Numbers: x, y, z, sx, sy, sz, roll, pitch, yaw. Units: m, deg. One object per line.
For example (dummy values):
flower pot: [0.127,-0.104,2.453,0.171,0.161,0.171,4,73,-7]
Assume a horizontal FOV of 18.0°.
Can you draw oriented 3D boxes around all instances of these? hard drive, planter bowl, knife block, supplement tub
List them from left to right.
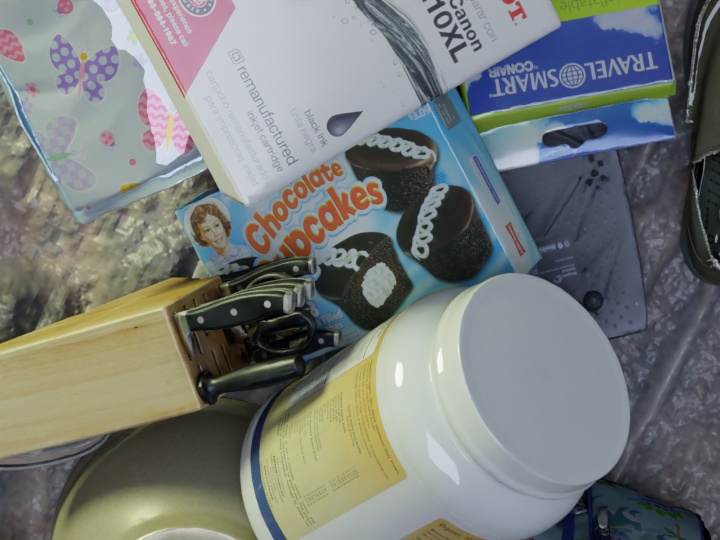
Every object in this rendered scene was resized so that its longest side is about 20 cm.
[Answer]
knife block: [-0.116,0.050,1.291,0.199,0.175,0.064,-21,97,-18]
planter bowl: [-0.096,0.191,1.363,0.199,0.135,0.201,0,102,1]
supplement tub: [0.041,0.096,1.271,0.144,0.144,0.200,48,134,-8]
hard drive: [0.090,-0.048,1.357,0.134,0.042,0.201,-14,99,3]

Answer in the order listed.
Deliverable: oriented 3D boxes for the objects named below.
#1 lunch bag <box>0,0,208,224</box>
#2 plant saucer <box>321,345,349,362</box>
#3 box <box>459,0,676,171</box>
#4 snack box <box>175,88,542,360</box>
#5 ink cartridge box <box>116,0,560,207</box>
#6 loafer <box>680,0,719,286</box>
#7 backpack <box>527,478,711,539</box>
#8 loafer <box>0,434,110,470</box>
lunch bag: [-0.114,-0.143,1.301,0.199,0.127,0.170,-29,100,-5]
plant saucer: [0.000,0.000,1.372,0.070,0.019,0.201,-7,102,25]
box: [0.107,-0.166,1.300,0.121,0.048,0.201,-10,82,4]
snack box: [-0.004,-0.021,1.320,0.200,0.037,0.117,-22,100,37]
ink cartridge box: [-0.015,-0.146,1.210,0.200,0.084,0.145,-30,101,-8]
loafer: [0.228,-0.084,1.334,0.075,0.070,0.201,-1,102,1]
backpack: [0.126,0.227,1.334,0.146,0.200,0.184,17,102,-3]
loafer: [-0.249,0.078,1.370,0.199,0.063,0.072,7,77,0]
